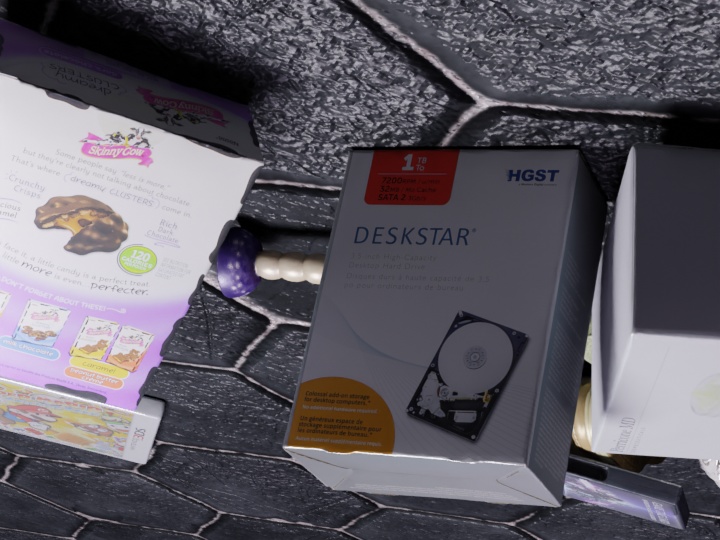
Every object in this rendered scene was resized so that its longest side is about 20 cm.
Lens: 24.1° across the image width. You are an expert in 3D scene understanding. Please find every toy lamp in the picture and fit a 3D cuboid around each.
[{"bbox_3d":[0.000,0.000,1.165,0.199,0.059,0.058,5,156,19],"label":"toy lamp"}]

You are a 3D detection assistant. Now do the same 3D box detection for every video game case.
[{"bbox_3d":[-0.302,0.141,1.694,0.199,0.023,0.182,15,157,-6],"label":"video game case"},{"bbox_3d":[0.146,0.152,1.271,0.199,0.019,0.143,14,168,17],"label":"video game case"}]

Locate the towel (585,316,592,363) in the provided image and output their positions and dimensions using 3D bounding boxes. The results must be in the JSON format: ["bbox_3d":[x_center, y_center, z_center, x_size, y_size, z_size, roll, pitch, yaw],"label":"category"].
[{"bbox_3d":[0.263,0.054,1.180,0.199,0.037,0.148,16,156,-10],"label":"towel"}]

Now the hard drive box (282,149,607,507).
[{"bbox_3d":[0.054,0.032,1.021,0.155,0.201,0.077,1,154,24],"label":"hard drive box"}]

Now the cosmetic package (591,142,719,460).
[{"bbox_3d":[0.243,0.029,0.990,0.199,0.124,0.200,5,156,4],"label":"cosmetic package"}]

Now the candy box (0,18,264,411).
[{"bbox_3d":[-0.176,-0.029,1.017,0.167,0.072,0.201,18,119,-24],"label":"candy box"}]

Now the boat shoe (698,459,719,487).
[{"bbox_3d":[0.267,0.118,1.189,0.070,0.070,0.200,1,154,25],"label":"boat shoe"}]

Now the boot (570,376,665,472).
[{"bbox_3d":[0.147,0.111,1.296,0.155,0.073,0.200,5,177,23],"label":"boot"}]
